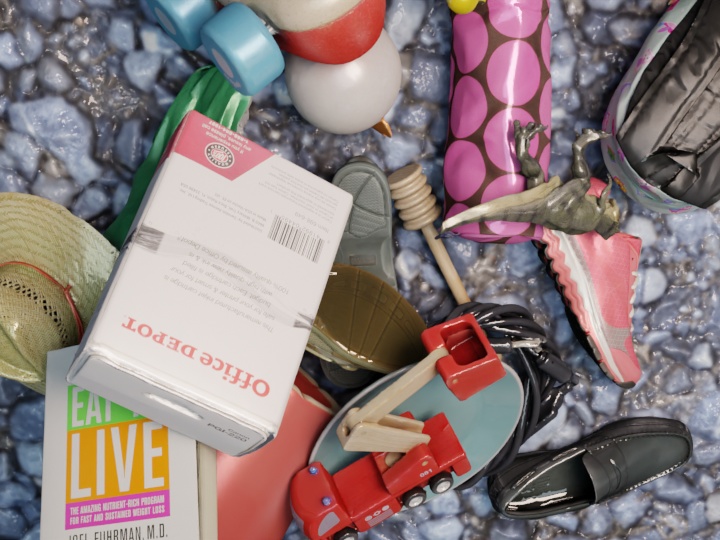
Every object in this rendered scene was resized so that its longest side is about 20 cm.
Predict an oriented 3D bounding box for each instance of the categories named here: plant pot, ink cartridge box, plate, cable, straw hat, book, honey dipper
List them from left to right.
[{"bbox_3d":[-0.279,0.045,0.884,0.197,0.085,0.205,6,116,13],"label":"straw hat"},{"bbox_3d":[-0.175,0.153,0.804,0.131,0.048,0.204,-10,69,12],"label":"book"},{"bbox_3d":[-0.106,0.012,0.776,0.144,0.085,0.203,27,60,-16],"label":"ink cartridge box"},{"bbox_3d":[-0.120,0.149,0.908,0.199,0.200,0.178,38,91,-13],"label":"plant pot"},{"bbox_3d":[0.044,0.135,0.897,0.197,0.026,0.202,-15,138,-14],"label":"plate"},{"bbox_3d":[0.077,0.002,0.949,0.037,0.038,0.202,-25,109,4],"label":"honey dipper"},{"bbox_3d":[0.088,0.118,0.954,0.199,0.051,0.163,-39,122,18],"label":"cable"}]

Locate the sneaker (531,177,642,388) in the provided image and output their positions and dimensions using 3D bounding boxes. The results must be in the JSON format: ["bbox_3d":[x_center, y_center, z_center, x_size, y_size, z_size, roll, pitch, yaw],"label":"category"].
[{"bbox_3d":[0.217,0.011,0.937,0.086,0.074,0.202,-26,106,3],"label":"sneaker"}]

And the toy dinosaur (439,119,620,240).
[{"bbox_3d":[0.149,-0.068,0.831,0.197,0.047,0.090,0,103,-35],"label":"toy dinosaur"}]

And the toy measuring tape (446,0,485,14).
[{"bbox_3d":[0.087,-0.290,0.831,0.072,0.074,0.204,4,75,-4],"label":"toy measuring tape"}]

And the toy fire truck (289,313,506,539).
[{"bbox_3d":[0.024,0.131,0.825,0.198,0.049,0.142,-29,139,-1],"label":"toy fire truck"}]

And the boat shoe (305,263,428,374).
[{"bbox_3d":[-0.037,0.033,0.884,0.198,0.063,0.074,22,64,-7],"label":"boat shoe"}]

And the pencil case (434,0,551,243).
[{"bbox_3d":[0.107,-0.124,0.876,0.090,0.093,0.204,-1,97,-37],"label":"pencil case"}]

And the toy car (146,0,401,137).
[{"bbox_3d":[-0.033,-0.182,0.844,0.184,0.176,0.201,-40,138,-12],"label":"toy car"}]

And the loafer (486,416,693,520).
[{"bbox_3d":[0.216,0.189,0.990,0.197,0.071,0.069,-15,107,1],"label":"loafer"}]

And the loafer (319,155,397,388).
[{"bbox_3d":[0.000,0.000,0.931,0.070,0.063,0.204,5,109,1],"label":"loafer"}]

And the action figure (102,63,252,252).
[{"bbox_3d":[-0.134,-0.096,0.885,0.117,0.054,0.203,24,91,32],"label":"action figure"}]

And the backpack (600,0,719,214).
[{"bbox_3d":[0.286,-0.138,0.865,0.166,0.127,0.201,39,90,8],"label":"backpack"}]
